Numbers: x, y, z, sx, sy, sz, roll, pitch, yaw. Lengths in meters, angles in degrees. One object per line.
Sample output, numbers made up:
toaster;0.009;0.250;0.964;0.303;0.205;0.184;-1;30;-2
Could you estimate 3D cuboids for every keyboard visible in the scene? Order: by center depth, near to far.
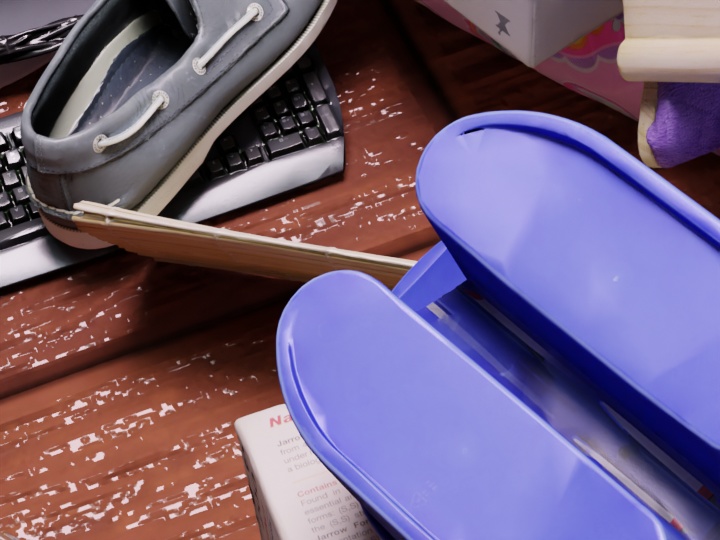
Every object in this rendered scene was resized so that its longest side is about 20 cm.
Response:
keyboard;-0.112;-0.062;1.065;0.199;0.021;0.128;-19;58;-11

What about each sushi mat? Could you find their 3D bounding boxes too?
sushi mat;0.000;0.000;0.964;0.199;0.096;0.012;9;86;15

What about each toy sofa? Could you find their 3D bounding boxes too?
toy sofa;0.186;-0.097;0.962;0.199;0.098;0.083;-14;13;-43

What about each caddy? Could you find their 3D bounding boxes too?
caddy;0.071;0.046;0.798;0.141;0.105;0.200;-47;55;-3

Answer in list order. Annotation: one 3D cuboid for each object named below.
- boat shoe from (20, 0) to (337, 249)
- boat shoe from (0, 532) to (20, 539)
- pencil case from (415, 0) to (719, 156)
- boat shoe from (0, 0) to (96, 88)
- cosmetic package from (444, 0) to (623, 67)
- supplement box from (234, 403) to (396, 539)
boat shoe;-0.067;-0.101;1.034;0.073;0.062;0.200;21;64;29
boat shoe;-0.088;0.148;0.847;0.072;0.068;0.200;-36;53;-24
pencil case;0.091;-0.119;1.060;0.199;0.088;0.087;29;56;29
boat shoe;-0.139;-0.129;1.121;0.199;0.069;0.057;-26;27;-16
cosmetic package;0.074;-0.213;1.009;0.199;0.123;0.199;-33;53;-23
supplement box;0.049;0.121;0.851;0.125;0.074;0.201;-17;48;-8
